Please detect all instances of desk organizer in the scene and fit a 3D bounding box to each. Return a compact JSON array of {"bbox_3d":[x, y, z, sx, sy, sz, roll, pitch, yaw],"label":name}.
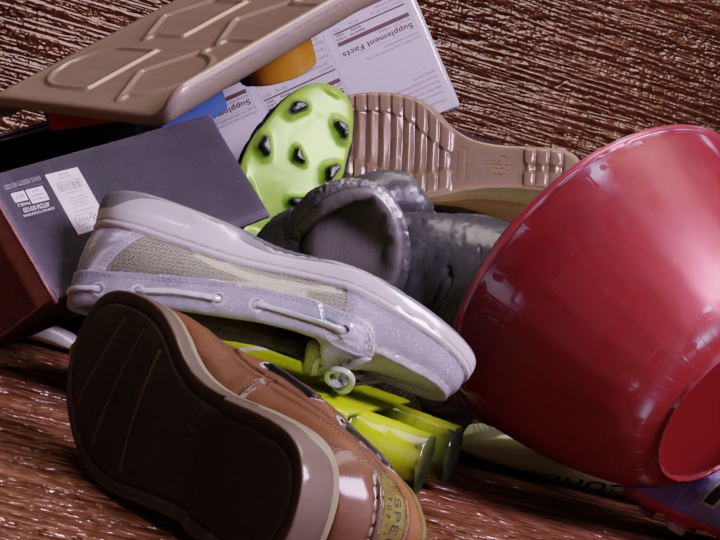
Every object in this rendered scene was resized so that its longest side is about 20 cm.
[{"bbox_3d":[-0.144,-0.021,0.876,0.077,0.072,0.200,-33,-3,32],"label":"desk organizer"}]

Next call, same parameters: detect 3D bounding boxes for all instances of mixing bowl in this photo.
[{"bbox_3d":[0.157,0.038,0.823,0.200,0.200,0.108,12,27,-47],"label":"mixing bowl"}]

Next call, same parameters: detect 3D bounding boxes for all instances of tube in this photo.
[{"bbox_3d":[0.147,0.113,0.972,0.199,0.052,0.058,7,-42,0],"label":"tube"}]

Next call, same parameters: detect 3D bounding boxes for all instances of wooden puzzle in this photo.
[{"bbox_3d":[-0.112,-0.130,1.022,0.200,0.046,0.185,6,32,45],"label":"wooden puzzle"}]

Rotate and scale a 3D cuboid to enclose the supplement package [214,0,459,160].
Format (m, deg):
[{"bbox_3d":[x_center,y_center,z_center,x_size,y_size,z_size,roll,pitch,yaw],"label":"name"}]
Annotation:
[{"bbox_3d":[-0.047,-0.132,1.194,0.200,0.111,0.156,-24,7,-3],"label":"supplement package"}]

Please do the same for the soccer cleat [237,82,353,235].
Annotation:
[{"bbox_3d":[-0.065,-0.028,1.016,0.067,0.200,0.081,26,-8,-15],"label":"soccer cleat"}]

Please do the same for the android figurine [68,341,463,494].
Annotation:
[{"bbox_3d":[-0.051,0.067,0.817,0.200,0.041,0.182,17,3,14],"label":"android figurine"}]

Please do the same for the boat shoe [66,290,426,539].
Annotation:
[{"bbox_3d":[-0.051,0.067,0.615,0.068,0.072,0.200,18,10,-36],"label":"boat shoe"}]

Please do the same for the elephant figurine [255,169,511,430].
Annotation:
[{"bbox_3d":[0.000,0.000,0.916,0.200,0.155,0.142,33,-27,3],"label":"elephant figurine"}]

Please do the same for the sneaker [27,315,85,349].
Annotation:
[{"bbox_3d":[-0.162,0.018,0.980,0.090,0.075,0.200,29,15,32],"label":"sneaker"}]

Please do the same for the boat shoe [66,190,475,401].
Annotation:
[{"bbox_3d":[-0.042,0.025,0.787,0.202,0.065,0.074,23,-16,-7],"label":"boat shoe"}]

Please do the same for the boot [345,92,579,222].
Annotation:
[{"bbox_3d":[0.057,-0.058,1.125,0.199,0.073,0.166,12,-13,1],"label":"boot"}]

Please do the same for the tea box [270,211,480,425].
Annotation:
[{"bbox_3d":[0.046,0.030,1.096,0.200,0.134,0.197,15,1,-17],"label":"tea box"}]

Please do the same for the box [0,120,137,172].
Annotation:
[{"bbox_3d":[-0.206,-0.054,1.154,0.148,0.105,0.200,-16,5,-4],"label":"box"}]

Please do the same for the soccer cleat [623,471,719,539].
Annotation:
[{"bbox_3d":[0.242,0.125,0.901,0.200,0.077,0.067,15,3,-15],"label":"soccer cleat"}]
